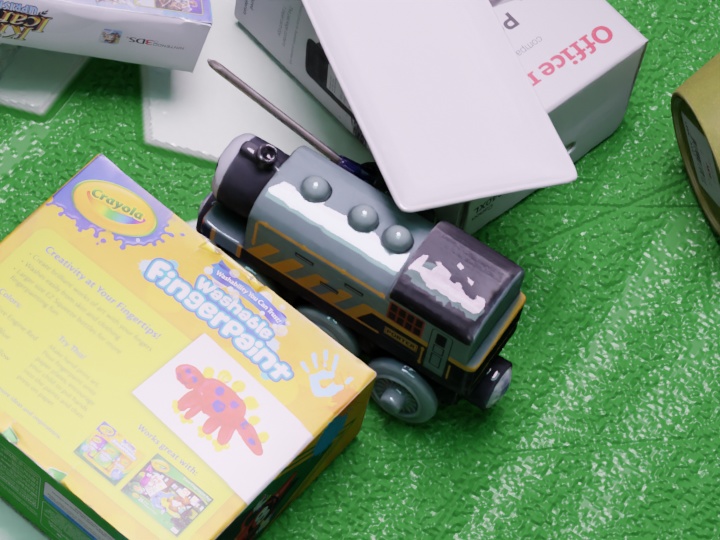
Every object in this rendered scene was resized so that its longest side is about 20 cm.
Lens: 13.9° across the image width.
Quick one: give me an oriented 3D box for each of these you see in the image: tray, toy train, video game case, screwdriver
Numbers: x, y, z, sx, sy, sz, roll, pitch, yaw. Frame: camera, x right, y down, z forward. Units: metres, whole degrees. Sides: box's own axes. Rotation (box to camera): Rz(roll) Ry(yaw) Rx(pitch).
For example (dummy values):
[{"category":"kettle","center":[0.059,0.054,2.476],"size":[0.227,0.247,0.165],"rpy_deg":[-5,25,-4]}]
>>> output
[{"category":"tray","center":[0.033,-0.112,1.618],"size":[0.107,0.022,0.200],"rpy_deg":[-11,56,-20]},{"category":"toy train","center":[0.000,0.000,1.597],"size":[0.200,0.114,0.085],"rpy_deg":[33,58,11]},{"category":"video game case","center":[-0.184,-0.209,1.704],"size":[0.181,0.046,0.200],"rpy_deg":[7,47,-17]},{"category":"screwdriver","center":[-0.025,-0.065,1.613],"size":[0.200,0.029,0.028],"rpy_deg":[30,26,-43]}]

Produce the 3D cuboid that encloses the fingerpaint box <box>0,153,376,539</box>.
[{"category":"fingerpaint box","center":[-0.121,0.063,1.562],"size":[0.200,0.073,0.167],"rpy_deg":[37,61,13]}]

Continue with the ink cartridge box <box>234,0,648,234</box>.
[{"category":"ink cartridge box","center":[0.047,-0.140,1.711],"size":[0.145,0.083,0.200],"rpy_deg":[-35,69,-27]}]

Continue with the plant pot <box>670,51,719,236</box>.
[{"category":"plant pot","center":[0.286,-0.092,1.683],"size":[0.199,0.187,0.188],"rpy_deg":[-21,62,-4]}]
